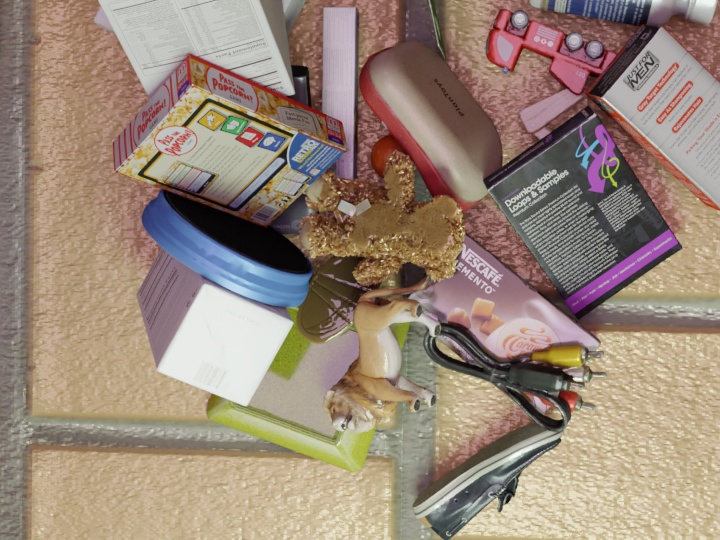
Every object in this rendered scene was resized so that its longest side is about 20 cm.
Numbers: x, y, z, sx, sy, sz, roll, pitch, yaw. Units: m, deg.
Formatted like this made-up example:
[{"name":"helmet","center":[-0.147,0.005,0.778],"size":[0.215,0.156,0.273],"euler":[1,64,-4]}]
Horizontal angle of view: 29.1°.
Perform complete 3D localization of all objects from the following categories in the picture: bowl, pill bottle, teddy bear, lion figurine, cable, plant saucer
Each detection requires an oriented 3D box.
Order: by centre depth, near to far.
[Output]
[{"name":"teddy bear","center":[0.022,-0.052,1.504],"size":[0.198,0.067,0.146],"euler":[-8,83,21]},{"name":"bowl","center":[-0.140,-0.030,1.505],"size":[0.200,0.201,0.040],"euler":[32,103,5]},{"name":"cable","center":[0.165,0.112,1.511],"size":[0.199,0.050,0.098],"euler":[13,113,19]},{"name":"lion figurine","center":[0.020,0.088,1.514],"size":[0.122,0.072,0.202],"euler":[15,108,31]},{"name":"pill bottle","center":[0.290,-0.326,1.515],"size":[0.198,0.111,0.112],"euler":[12,93,7]},{"name":"plant saucer","center":[-0.065,0.113,1.606],"size":[0.198,0.048,0.201],"euler":[19,94,6]}]

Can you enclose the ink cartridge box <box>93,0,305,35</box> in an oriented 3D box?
[{"name":"ink cartridge box","center":[-0.184,-0.300,1.591],"size":[0.199,0.083,0.146],"euler":[28,96,4]}]

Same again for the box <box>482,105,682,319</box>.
[{"name":"box","center":[0.245,-0.062,1.524],"size":[0.143,0.036,0.200],"euler":[-34,116,8]}]

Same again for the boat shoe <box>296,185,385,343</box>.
[{"name":"boat shoe","center":[0.000,0.000,1.570],"size":[0.074,0.066,0.201],"euler":[35,83,11]}]

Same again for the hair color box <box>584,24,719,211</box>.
[{"name":"hair color box","center":[0.352,-0.163,1.505],"size":[0.200,0.061,0.102],"euler":[40,94,-16]}]

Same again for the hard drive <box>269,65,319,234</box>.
[{"name":"hard drive","center":[-0.121,-0.134,1.566],"size":[0.138,0.033,0.201],"euler":[1,124,7]}]

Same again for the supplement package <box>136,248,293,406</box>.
[{"name":"supplement package","center":[-0.164,0.041,1.523],"size":[0.113,0.200,0.110],"euler":[25,104,-23]}]

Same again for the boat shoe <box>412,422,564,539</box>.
[{"name":"boat shoe","center":[0.152,0.236,1.571],"size":[0.199,0.075,0.062],"euler":[-37,92,12]}]

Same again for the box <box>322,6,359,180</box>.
[{"name":"box","center":[-0.023,-0.200,1.596],"size":[0.041,0.039,0.202],"euler":[0,92,6]}]

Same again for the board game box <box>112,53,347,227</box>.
[{"name":"board game box","center":[-0.137,-0.131,1.466],"size":[0.151,0.199,0.047],"euler":[-40,45,34]}]

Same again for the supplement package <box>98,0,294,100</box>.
[{"name":"supplement package","center":[-0.169,-0.281,1.424],"size":[0.149,0.200,0.153],"euler":[-13,56,6]}]

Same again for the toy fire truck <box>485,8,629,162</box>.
[{"name":"toy fire truck","center":[0.223,-0.196,1.559],"size":[0.199,0.049,0.142],"euler":[23,95,7]}]

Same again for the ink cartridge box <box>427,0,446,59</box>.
[{"name":"ink cartridge box","center":[0.104,-0.343,1.521],"size":[0.075,0.148,0.202],"euler":[-11,91,6]}]

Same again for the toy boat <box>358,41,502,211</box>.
[{"name":"toy boat","center":[0.063,-0.148,1.560],"size":[0.131,0.130,0.200],"euler":[-40,85,37]}]

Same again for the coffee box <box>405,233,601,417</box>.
[{"name":"coffee box","center":[0.157,0.059,1.559],"size":[0.200,0.080,0.115],"euler":[40,96,4]}]
